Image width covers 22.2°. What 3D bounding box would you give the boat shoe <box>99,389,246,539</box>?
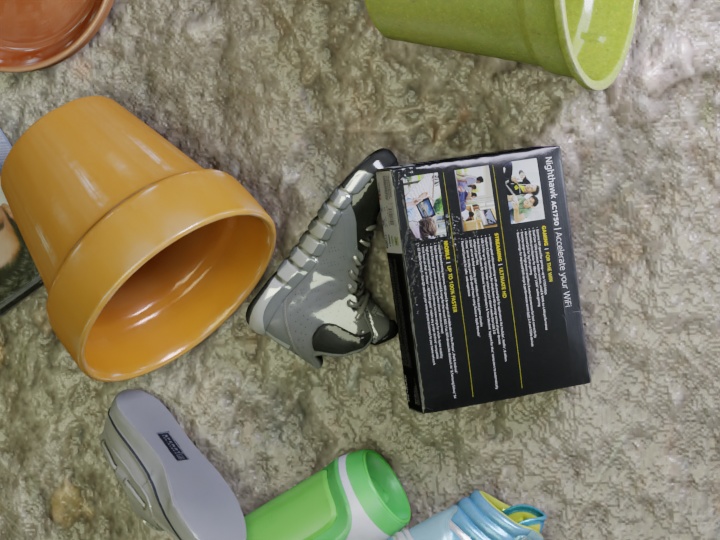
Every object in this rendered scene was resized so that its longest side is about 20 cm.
[{"bbox_3d":[-0.169,0.191,1.586,0.200,0.072,0.066,48,121,31],"label":"boat shoe"}]

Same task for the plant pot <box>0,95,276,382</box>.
[{"bbox_3d":[-0.204,-0.040,1.546,0.200,0.200,0.183,-47,68,14],"label":"plant pot"}]

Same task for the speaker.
[{"bbox_3d":[-0.058,0.233,1.578,0.200,0.088,0.089,-32,87,16],"label":"speaker"}]

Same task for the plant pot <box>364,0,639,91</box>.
[{"bbox_3d":[0.106,-0.246,1.446,0.183,0.200,0.202,5,97,25],"label":"plant pot"}]

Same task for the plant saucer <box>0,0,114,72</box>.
[{"bbox_3d":[-0.303,-0.276,1.620,0.199,0.032,0.202,1,95,14],"label":"plant saucer"}]

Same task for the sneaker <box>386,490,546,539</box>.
[{"bbox_3d":[0.124,0.274,1.541,0.130,0.080,0.200,-35,105,-3],"label":"sneaker"}]

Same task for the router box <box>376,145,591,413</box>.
[{"bbox_3d":[0.101,0.006,1.500,0.148,0.051,0.201,-8,94,-14],"label":"router box"}]

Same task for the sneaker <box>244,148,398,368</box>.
[{"bbox_3d":[0.000,0.000,1.554,0.115,0.075,0.200,38,112,2],"label":"sneaker"}]

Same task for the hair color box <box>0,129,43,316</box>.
[{"bbox_3d":[-0.348,-0.065,1.638,0.099,0.061,0.200,-34,87,15],"label":"hair color box"}]
